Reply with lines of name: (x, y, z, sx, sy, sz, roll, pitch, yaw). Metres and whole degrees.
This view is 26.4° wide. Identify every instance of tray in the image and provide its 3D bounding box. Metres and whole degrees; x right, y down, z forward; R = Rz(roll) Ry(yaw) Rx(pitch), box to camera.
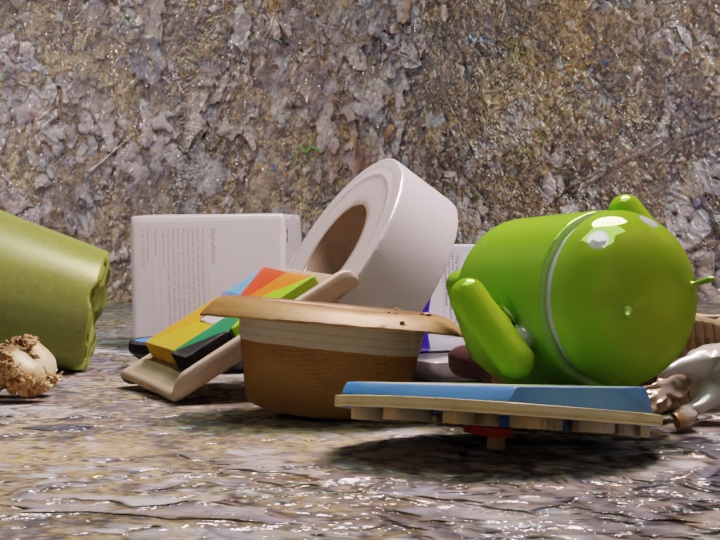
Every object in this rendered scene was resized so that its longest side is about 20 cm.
tray: (0.132, 0.090, 1.455, 0.197, 0.023, 0.107, -1, 0, -23)

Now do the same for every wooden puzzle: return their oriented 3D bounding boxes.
wooden puzzle: (-0.111, 0.046, 1.323, 0.184, 0.038, 0.200, -33, 10, -19)

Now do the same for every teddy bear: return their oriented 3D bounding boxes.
teddy bear: (-0.345, 0.080, 1.270, 0.197, 0.068, 0.145, 6, 8, -16)

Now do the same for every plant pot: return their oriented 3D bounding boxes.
plant pot: (-0.354, 0.023, 1.546, 0.187, 0.203, 0.200, 12, 0, -4)

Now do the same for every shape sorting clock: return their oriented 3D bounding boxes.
shape sorting clock: (0.082, 0.088, 0.924, 0.197, 0.040, 0.200, 1, -4, 0)

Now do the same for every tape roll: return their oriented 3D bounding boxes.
tape roll: (0.000, 0.000, 1.404, 0.070, 0.204, 0.202, 33, -12, -19)

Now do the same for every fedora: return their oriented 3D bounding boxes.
fedora: (-0.022, 0.065, 1.131, 0.197, 0.083, 0.201, 5, 0, 0)

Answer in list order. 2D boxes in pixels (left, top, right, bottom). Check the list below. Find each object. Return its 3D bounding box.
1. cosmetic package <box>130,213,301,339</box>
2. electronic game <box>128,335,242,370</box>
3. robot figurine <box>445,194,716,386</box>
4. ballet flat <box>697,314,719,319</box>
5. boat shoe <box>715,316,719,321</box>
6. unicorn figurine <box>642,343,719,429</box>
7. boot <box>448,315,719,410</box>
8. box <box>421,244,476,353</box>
cosmetic package: (-0.181, 0.011, 1.973, 0.197, 0.169, 0.167, -1, 1, 6)
electronic game: (-0.144, 0.079, 1.612, 0.197, 0.042, 0.200, 0, 1, 0)
robot figurine: (0.142, 0.020, 1.030, 0.174, 0.117, 0.199, -23, 10, -30)
ballet flat: (0.263, 0.068, 1.353, 0.197, 0.069, 0.067, 7, -14, -14)
boat shoe: (0.354, 0.066, 1.262, 0.070, 0.072, 0.199, -5, -3, 42)
unicorn figurine: (0.278, 0.069, 1.039, 0.198, 0.075, 0.136, 4, 7, 42)
boot: (0.183, 0.066, 1.199, 0.197, 0.074, 0.166, -5, 6, -18)
box: (0.079, 0.036, 1.586, 0.198, 0.107, 0.183, -1, -6, -30)
